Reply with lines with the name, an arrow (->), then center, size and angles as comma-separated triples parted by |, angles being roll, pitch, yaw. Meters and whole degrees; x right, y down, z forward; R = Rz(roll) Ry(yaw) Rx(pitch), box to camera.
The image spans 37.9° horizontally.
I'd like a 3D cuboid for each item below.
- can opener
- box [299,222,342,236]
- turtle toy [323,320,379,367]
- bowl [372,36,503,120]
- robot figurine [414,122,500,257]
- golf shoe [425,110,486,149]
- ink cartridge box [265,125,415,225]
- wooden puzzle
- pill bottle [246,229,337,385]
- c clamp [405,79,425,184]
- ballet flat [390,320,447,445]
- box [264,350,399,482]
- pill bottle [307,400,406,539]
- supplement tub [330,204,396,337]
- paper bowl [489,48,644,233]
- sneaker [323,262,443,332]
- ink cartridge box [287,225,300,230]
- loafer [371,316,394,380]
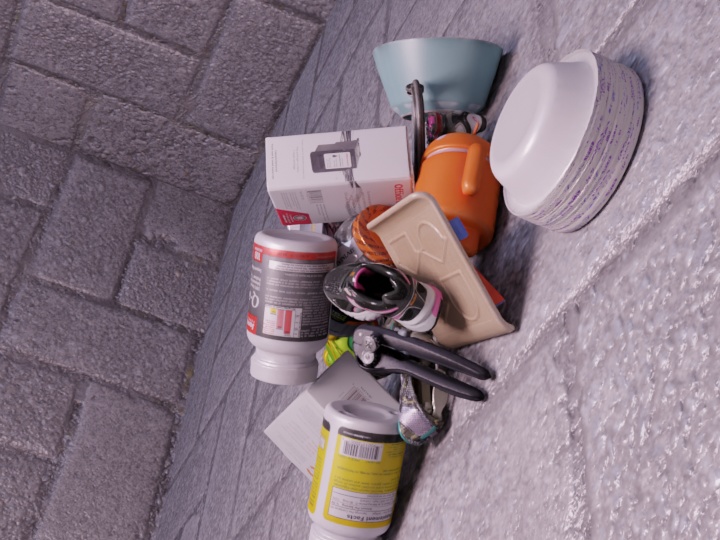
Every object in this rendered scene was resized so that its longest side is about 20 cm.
can opener -> 0.072, 0.109, 1.291 | 0.200, 0.079, 0.063 | 13, 100, 38
box -> -0.040, -0.039, 1.812 | 0.048, 0.200, 0.158 | -14, 53, 21
turtle toy -> -0.026, 0.084, 1.699 | 0.146, 0.101, 0.200 | -148, 36, -76
bowl -> 0.119, -0.288, 1.617 | 0.201, 0.201, 0.105 | -176, 86, -75
robot figurine -> 0.129, -0.101, 1.417 | 0.144, 0.117, 0.200 | 53, -139, -51
golf shoe -> 0.140, -0.168, 1.566 | 0.200, 0.092, 0.073 | 90, 177, -67
ink cartridge box -> -0.024, -0.131, 1.481 | 0.145, 0.200, 0.083 | 77, -171, -71
wooden puzzle -> 0.103, -0.001, 1.300 | 0.046, 0.200, 0.185 | -34, 1, -21
pill bottle -> -0.097, 0.049, 1.445 | 0.116, 0.116, 0.200 | -135, 50, -75
c clamp -> 0.080, -0.193, 1.529 | 0.171, 0.027, 0.200 | -89, -3, -54
ballet flat -> 0.083, 0.132, 1.373 | 0.072, 0.072, 0.200 | 124, 153, -44
box -> -0.041, 0.223, 1.544 | 0.097, 0.124, 0.200 | -43, -2, -34
pill bottle -> -0.007, 0.281, 1.381 | 0.114, 0.114, 0.200 | -142, 62, -75
supplement tub -> 0.000, 0.000, 1.517 | 0.200, 0.122, 0.123 | 125, 159, -48
paper bowl -> 0.219, -0.151, 1.175 | 0.201, 0.104, 0.201 | -159, 90, -76
sneaker -> 0.013, 0.016, 1.315 | 0.200, 0.086, 0.080 | 6, 70, 50
ink cartridge box -> -0.062, 0.019, 1.859 | 0.198, 0.043, 0.200 | 9, -107, -69
loafer -> 0.057, 0.081, 1.506 | 0.070, 0.070, 0.200 | 51, 125, 23
